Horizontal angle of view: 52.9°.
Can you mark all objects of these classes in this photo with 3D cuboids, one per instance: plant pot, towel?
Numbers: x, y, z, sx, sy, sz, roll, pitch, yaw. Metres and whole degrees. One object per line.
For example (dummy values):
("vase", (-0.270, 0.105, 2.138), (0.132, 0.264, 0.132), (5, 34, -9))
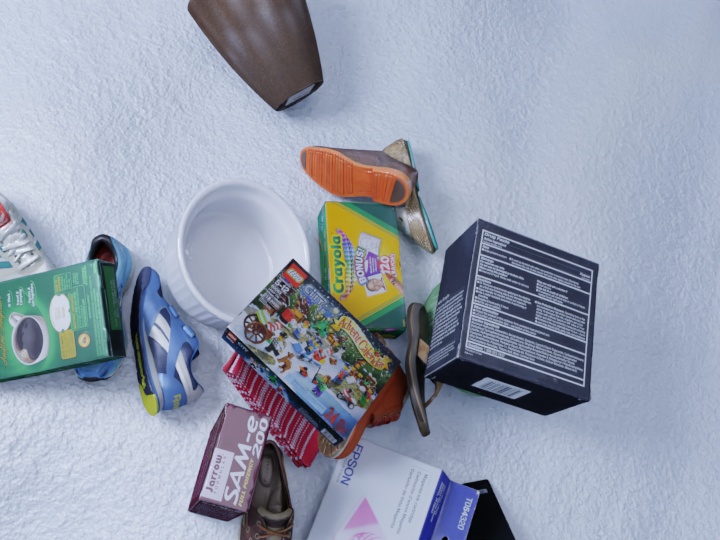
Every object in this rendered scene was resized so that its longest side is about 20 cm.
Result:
("plant pot", (-0.144, -0.367, 1.148), (0.185, 0.186, 0.203), (-32, 96, -25))
("towel", (-0.089, 0.150, 0.977), (0.146, 0.022, 0.202), (-53, 126, -34))

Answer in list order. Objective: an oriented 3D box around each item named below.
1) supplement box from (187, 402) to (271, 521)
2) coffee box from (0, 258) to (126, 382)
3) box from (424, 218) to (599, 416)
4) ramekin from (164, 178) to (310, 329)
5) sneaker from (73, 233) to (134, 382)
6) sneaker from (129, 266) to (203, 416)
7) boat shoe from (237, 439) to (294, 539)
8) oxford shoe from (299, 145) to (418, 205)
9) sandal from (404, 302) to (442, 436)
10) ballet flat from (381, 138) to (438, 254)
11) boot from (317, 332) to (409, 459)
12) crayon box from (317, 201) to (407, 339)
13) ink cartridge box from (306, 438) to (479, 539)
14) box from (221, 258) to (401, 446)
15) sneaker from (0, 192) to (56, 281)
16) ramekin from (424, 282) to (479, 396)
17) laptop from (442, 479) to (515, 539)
("supplement box", (-0.163, 0.240, 0.885), (0.059, 0.200, 0.111), (17, 66, -9))
("coffee box", (-0.395, 0.066, 0.907), (0.195, 0.044, 0.126), (-13, 81, 12))
("box", (0.210, 0.069, 0.997), (0.196, 0.123, 0.203), (19, 66, -11))
("ramekin", (-0.176, -0.014, 1.008), (0.197, 0.097, 0.206), (11, 70, -33))
("sneaker", (-0.352, 0.045, 0.956), (0.076, 0.090, 0.205), (-1, 68, -4))
("sneaker", (-0.265, 0.092, 0.984), (0.080, 0.074, 0.205), (-5, 71, -28))
("boat shoe", (-0.119, 0.323, 0.938), (0.070, 0.072, 0.205), (5, 68, -15))
("oxford shoe", (-0.003, -0.159, 1.147), (0.196, 0.073, 0.073), (21, 40, 16))
("sandal", (0.096, 0.135, 1.040), (0.053, 0.083, 0.203), (-6, 49, 13))
("ballet flat", (0.073, -0.115, 1.177), (0.064, 0.071, 0.205), (-16, 71, 6))
("boot", (0.014, 0.194, 1.005), (0.108, 0.074, 0.202), (50, 44, -21))
("crayon box", (0.000, 0.000, 1.104), (0.116, 0.058, 0.205), (1, 70, -17))
("ink cartridge box", (0.037, 0.344, 0.954), (0.196, 0.044, 0.200), (15, 63, 18))
("box", (-0.060, 0.101, 0.923), (0.200, 0.038, 0.137), (43, 56, 0))
("sneaker", (-0.468, -0.039, 0.955), (0.070, 0.094, 0.201), (-36, 83, -25))
("ramekin", (0.199, 0.083, 1.112), (0.195, 0.098, 0.205), (6, 68, -15))
("laptop", (0.129, 0.423, 1.013), (0.173, 0.103, 0.206), (-5, 97, -18))
